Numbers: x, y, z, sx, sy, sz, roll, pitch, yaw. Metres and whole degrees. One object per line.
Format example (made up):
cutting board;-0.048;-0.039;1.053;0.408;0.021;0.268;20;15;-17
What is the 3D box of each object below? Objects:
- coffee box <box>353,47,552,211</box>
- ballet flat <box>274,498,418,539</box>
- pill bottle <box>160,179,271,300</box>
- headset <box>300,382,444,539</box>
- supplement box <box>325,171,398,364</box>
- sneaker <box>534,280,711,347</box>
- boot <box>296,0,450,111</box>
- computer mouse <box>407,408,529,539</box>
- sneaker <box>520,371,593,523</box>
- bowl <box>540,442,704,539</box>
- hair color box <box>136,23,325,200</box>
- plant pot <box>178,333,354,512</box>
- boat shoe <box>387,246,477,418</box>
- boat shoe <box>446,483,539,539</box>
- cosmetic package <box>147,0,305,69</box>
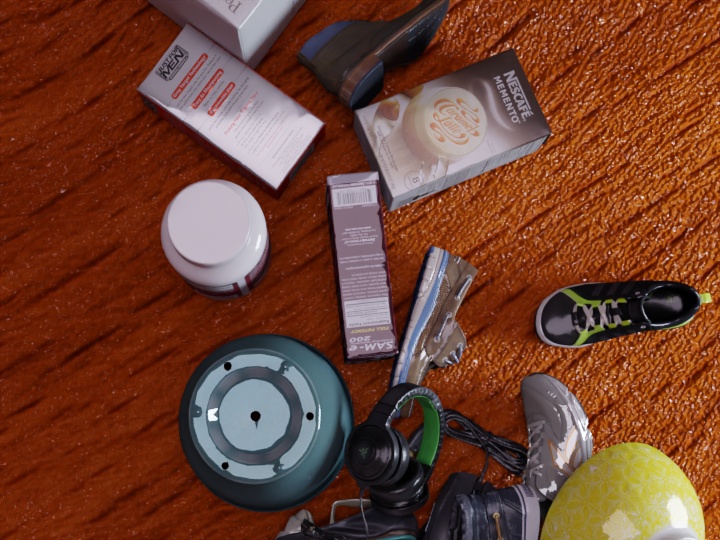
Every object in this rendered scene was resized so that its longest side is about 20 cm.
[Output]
coffee box;0.104;-0.163;1.329;0.198;0.080;0.115;-23;83;-5
ballet flat;-0.035;0.293;1.270;0.198;0.073;0.074;-16;83;1
pill bottle;-0.154;-0.034;1.240;0.112;0.200;0.114;0;82;-3
headset;0.017;0.211;1.226;0.093;0.124;0.201;11;57;37
supplement box;0.000;0.000;1.288;0.060;0.109;0.202;-6;83;-3
sneaker;0.297;0.040;1.306;0.198;0.083;0.072;-10;82;-4
boot;0.017;-0.279;1.343;0.097;0.075;0.200;35;62;18
computer mouse;0.095;0.256;1.286;0.140;0.046;0.201;34;82;2
sneaker;0.211;0.214;1.272;0.091;0.076;0.202;-17;82;-23
bowl;0.299;0.295;1.211;0.199;0.107;0.202;-9;109;-28
hair color box;-0.148;-0.183;1.333;0.199;0.061;0.102;36;82;2
plant pot;-0.106;0.157;1.218;0.198;0.188;0.202;0;80;0
boat shoe;0.084;0.076;1.299;0.072;0.072;0.202;17;81;-1
boat shoe;0.138;0.328;1.242;0.090;0.071;0.202;-2;103;-12
cosmetic package;-0.139;-0.369;1.307;0.167;0.166;0.201;35;83;3
